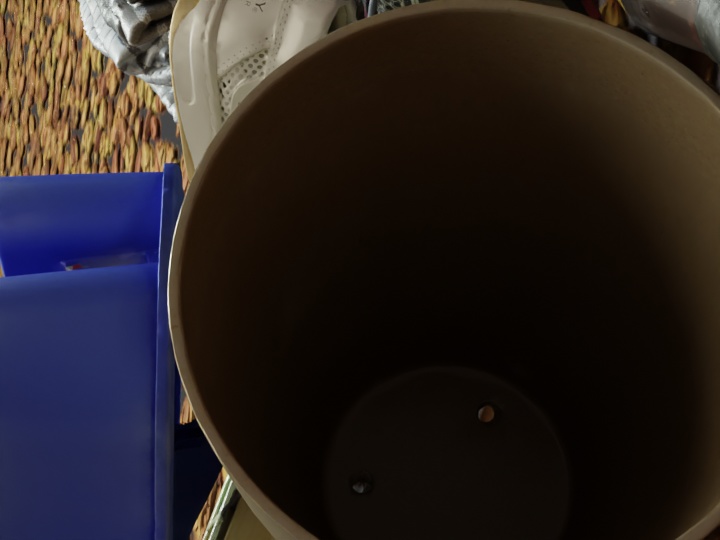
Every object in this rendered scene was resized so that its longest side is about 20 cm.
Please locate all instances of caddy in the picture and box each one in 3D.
[{"bbox_3d":[-0.099,0.049,1.044,0.142,0.104,0.201,-94,6,-49],"label":"caddy"}]

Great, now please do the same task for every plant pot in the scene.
[{"bbox_3d":[0.035,0.040,0.821,0.200,0.186,0.188,95,172,-69],"label":"plant pot"}]

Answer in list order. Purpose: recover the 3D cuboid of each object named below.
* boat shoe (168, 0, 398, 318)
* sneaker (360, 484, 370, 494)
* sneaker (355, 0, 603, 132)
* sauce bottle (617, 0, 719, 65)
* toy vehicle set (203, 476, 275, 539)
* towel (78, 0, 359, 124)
[{"bbox_3d":[-0.017,-0.013,0.899,0.069,0.071,0.201,12,130,30],"label":"boat shoe"},{"bbox_3d":[-0.004,0.181,1.069,0.116,0.075,0.201,-124,51,-70],"label":"sneaker"},{"bbox_3d":[0.039,-0.085,0.844,0.200,0.074,0.081,59,-175,-38],"label":"sneaker"},{"bbox_3d":[0.100,-0.107,0.778,0.200,0.066,0.066,-113,31,-57],"label":"sauce bottle"},{"bbox_3d":[-0.043,0.099,1.112,0.200,0.026,0.125,127,164,-77],"label":"toy vehicle set"},{"bbox_3d":[-0.031,-0.133,1.008,0.200,0.165,0.086,-129,29,-65],"label":"towel"}]
